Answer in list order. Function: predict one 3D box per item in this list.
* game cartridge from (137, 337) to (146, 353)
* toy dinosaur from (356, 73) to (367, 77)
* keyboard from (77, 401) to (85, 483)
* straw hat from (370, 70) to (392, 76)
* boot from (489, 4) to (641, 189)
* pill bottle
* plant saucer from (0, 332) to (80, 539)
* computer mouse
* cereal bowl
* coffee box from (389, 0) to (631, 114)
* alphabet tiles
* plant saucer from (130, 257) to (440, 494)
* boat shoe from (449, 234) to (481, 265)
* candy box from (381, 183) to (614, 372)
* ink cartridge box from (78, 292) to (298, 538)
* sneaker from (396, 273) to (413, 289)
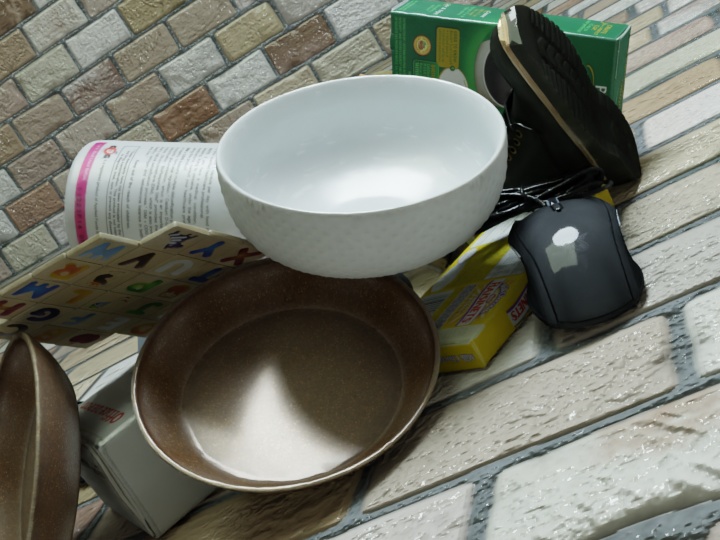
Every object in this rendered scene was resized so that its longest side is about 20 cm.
[{"bbox_3d":[-0.171,0.017,0.999,0.041,0.202,0.133,4,-9,-40],"label":"game cartridge"},{"bbox_3d":[-0.028,-0.124,1.221,0.200,0.102,0.136,-48,-15,9],"label":"toy dinosaur"},{"bbox_3d":[-0.272,0.157,1.010,0.199,0.040,0.104,-13,24,51],"label":"keyboard"},{"bbox_3d":[0.085,-0.150,1.178,0.201,0.199,0.086,-72,0,-69],"label":"straw hat"},{"bbox_3d":[0.110,-0.101,0.788,0.137,0.200,0.078,-18,53,29],"label":"boot"},{"bbox_3d":[-0.135,-0.050,0.887,0.198,0.115,0.114,3,24,12],"label":"pill bottle"},{"bbox_3d":[-0.226,0.145,0.719,0.036,0.203,0.200,8,-5,-27],"label":"plant saucer"},{"bbox_3d":[0.105,-0.023,0.698,0.139,0.046,0.201,-15,26,13],"label":"computer mouse"},{"bbox_3d":[0.003,-0.056,0.723,0.198,0.084,0.201,-5,33,3],"label":"cereal bowl"},{"bbox_3d":[0.122,-0.154,0.887,0.198,0.124,0.044,12,32,25],"label":"coffee box"},{"bbox_3d":[-0.166,0.015,0.747,0.199,0.006,0.166,-25,-21,28],"label":"alphabet tiles"},{"bbox_3d":[-0.046,0.069,0.680,0.198,0.037,0.202,-4,42,4],"label":"plant saucer"},{"bbox_3d":[0.042,-0.088,0.888,0.076,0.200,0.072,-38,-21,-20],"label":"boat shoe"},{"bbox_3d":[0.097,0.006,0.757,0.102,0.027,0.200,-10,26,47],"label":"candy box"},{"bbox_3d":[-0.118,0.095,0.796,0.199,0.085,0.145,-36,14,-24],"label":"ink cartridge box"},{"bbox_3d":[0.002,0.002,0.903,0.104,0.060,0.199,-46,15,-30],"label":"sneaker"}]
